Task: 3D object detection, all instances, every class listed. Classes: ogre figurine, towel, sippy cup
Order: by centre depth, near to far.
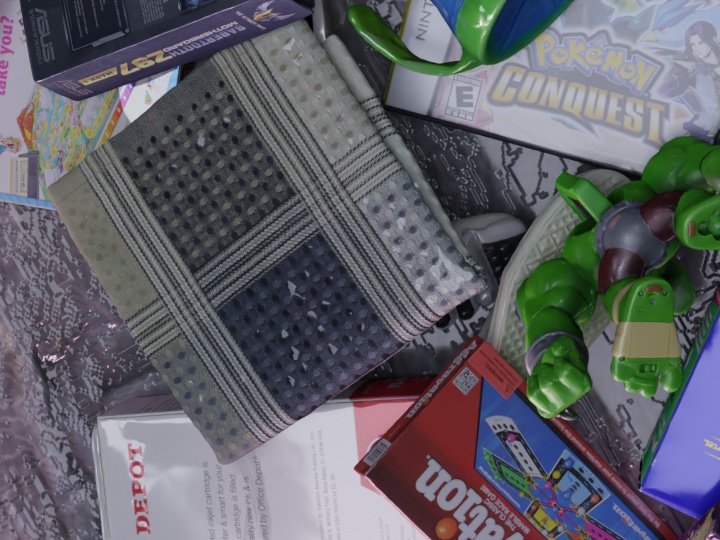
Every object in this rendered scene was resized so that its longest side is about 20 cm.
[{"bbox_3d":[0.155,-0.011,1.276,0.098,0.120,0.200,26,97,-22],"label":"ogre figurine"},{"bbox_3d":[0.062,-0.202,1.282,0.130,0.140,0.178,41,79,13],"label":"sippy cup"},{"bbox_3d":[-0.055,-0.022,1.318,0.193,0.035,0.200,-36,80,18],"label":"towel"}]

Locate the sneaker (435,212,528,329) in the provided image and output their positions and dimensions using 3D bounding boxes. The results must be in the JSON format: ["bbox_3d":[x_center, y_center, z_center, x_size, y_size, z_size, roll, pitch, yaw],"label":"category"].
[{"bbox_3d":[0.000,0.000,1.376,0.200,0.075,0.081,-18,50,0],"label":"sneaker"}]

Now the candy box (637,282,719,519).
[{"bbox_3d":[0.270,0.063,1.328,0.169,0.077,0.200,24,101,5],"label":"candy box"}]

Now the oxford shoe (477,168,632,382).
[{"bbox_3d":[0.101,0.032,1.366,0.075,0.058,0.200,19,100,-18],"label":"oxford shoe"}]

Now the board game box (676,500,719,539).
[{"bbox_3d":[0.259,0.203,1.323,0.200,0.032,0.120,26,139,-7],"label":"board game box"}]

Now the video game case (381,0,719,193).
[{"bbox_3d":[0.128,-0.154,1.349,0.200,0.026,0.181,16,101,8],"label":"video game case"}]

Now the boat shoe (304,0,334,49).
[{"bbox_3d":[-0.051,-0.173,1.352,0.060,0.074,0.200,-8,94,-1],"label":"boat shoe"}]

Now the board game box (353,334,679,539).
[{"bbox_3d":[0.098,0.140,1.348,0.103,0.019,0.200,-47,111,-6],"label":"board game box"}]

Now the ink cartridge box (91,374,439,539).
[{"bbox_3d":[-0.045,0.143,1.398,0.200,0.083,0.147,-4,97,11],"label":"ink cartridge box"}]

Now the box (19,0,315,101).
[{"bbox_3d":[-0.120,-0.213,1.314,0.158,0.051,0.200,-19,73,23],"label":"box"}]

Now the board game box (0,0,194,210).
[{"bbox_3d":[-0.165,-0.135,1.405,0.134,0.034,0.200,10,100,9],"label":"board game box"}]
